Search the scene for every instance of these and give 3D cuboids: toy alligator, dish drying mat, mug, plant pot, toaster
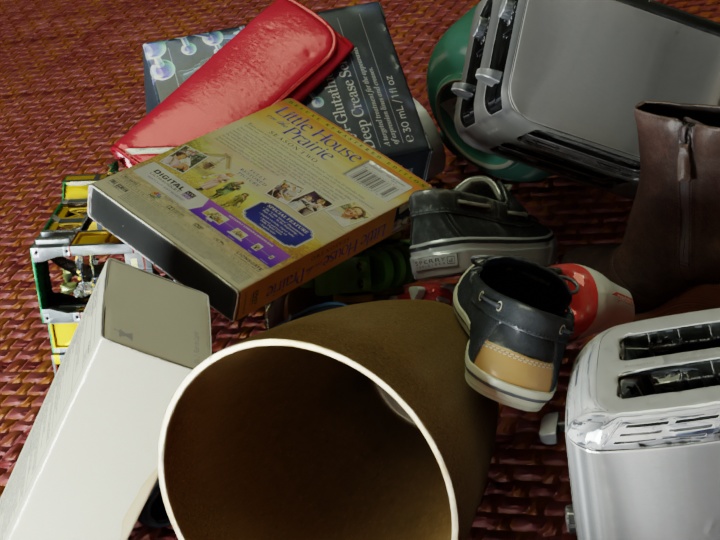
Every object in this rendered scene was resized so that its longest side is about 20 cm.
[{"bbox_3d":[0.000,0.000,1.133,0.054,0.060,0.200,2,8,33],"label":"toy alligator"},{"bbox_3d":[-0.095,-0.132,1.205,0.077,0.018,0.200,37,64,15],"label":"dish drying mat"},{"bbox_3d":[0.130,-0.140,1.332,0.152,0.185,0.114,31,54,25],"label":"mug"},{"bbox_3d":[0.009,0.094,0.961,0.186,0.187,0.200,-2,18,27],"label":"plant pot"},{"bbox_3d":[0.175,-0.134,1.161,0.199,0.119,0.181,17,-3,-9],"label":"toaster"},{"bbox_3d":[0.201,0.098,0.863,0.199,0.130,0.114,-9,30,18],"label":"toaster"}]

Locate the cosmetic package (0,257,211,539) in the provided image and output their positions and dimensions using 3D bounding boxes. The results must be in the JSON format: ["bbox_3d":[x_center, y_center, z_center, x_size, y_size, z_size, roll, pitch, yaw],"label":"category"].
[{"bbox_3d":[-0.165,0.107,0.996,0.073,0.200,0.104,22,25,-17],"label":"cosmetic package"}]

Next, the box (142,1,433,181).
[{"bbox_3d":[-0.062,-0.111,1.269,0.199,0.107,0.149,-13,63,-11],"label":"box"}]

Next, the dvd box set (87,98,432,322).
[{"bbox_3d":[-0.067,-0.049,1.101,0.146,0.029,0.200,34,42,26],"label":"dvd box set"}]

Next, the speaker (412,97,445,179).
[{"bbox_3d":[-0.027,-0.076,1.360,0.200,0.081,0.081,-29,30,-20],"label":"speaker"}]

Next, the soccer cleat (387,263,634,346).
[{"bbox_3d":[0.098,0.036,1.111,0.085,0.069,0.200,11,-19,-44],"label":"soccer cleat"}]

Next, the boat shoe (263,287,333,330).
[{"bbox_3d":[-0.039,0.037,1.191,0.070,0.070,0.200,-50,14,23],"label":"boat shoe"}]

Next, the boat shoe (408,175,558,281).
[{"bbox_3d":[0.093,-0.034,1.144,0.072,0.071,0.200,-6,0,23],"label":"boat shoe"}]

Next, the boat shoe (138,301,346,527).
[{"bbox_3d":[-0.067,0.106,1.057,0.200,0.084,0.069,-46,21,-1],"label":"boat shoe"}]

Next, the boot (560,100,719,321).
[{"bbox_3d":[0.205,-0.042,1.067,0.200,0.167,0.072,12,40,43],"label":"boot"}]

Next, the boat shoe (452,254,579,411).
[{"bbox_3d":[0.095,0.021,0.948,0.074,0.062,0.200,19,16,0],"label":"boat shoe"}]

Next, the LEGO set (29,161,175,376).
[{"bbox_3d":[-0.158,0.024,1.156,0.115,0.201,0.154,-2,15,6],"label":"LEGO set"}]
